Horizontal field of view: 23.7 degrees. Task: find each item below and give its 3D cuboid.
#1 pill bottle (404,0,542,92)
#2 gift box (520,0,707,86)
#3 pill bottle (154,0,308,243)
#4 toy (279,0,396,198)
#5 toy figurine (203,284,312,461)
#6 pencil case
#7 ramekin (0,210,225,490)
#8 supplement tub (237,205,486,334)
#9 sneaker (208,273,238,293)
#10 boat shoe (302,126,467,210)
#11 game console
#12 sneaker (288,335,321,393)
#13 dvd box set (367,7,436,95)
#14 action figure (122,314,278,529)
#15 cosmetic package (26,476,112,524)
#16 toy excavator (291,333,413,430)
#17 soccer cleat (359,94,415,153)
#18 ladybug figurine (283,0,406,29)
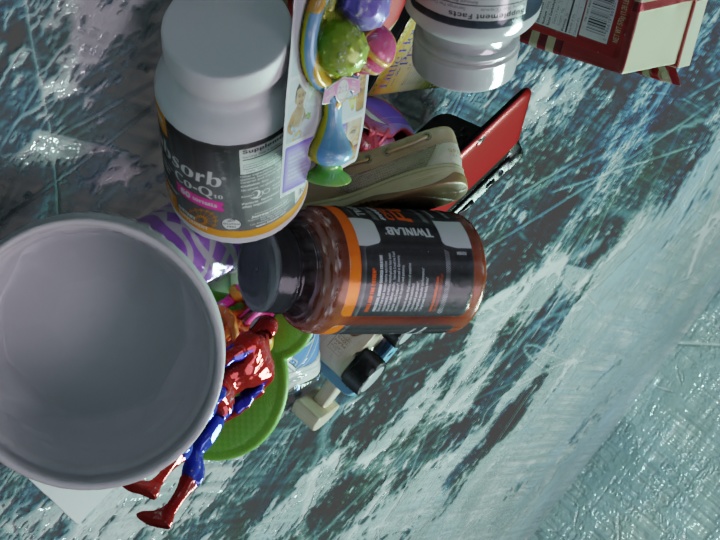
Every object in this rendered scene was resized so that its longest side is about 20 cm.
[{"bbox_3d":[0.094,-0.253,1.393,0.119,0.119,0.201,-34,143,-37],"label":"pill bottle"},{"bbox_3d":[0.233,-0.268,1.543,0.186,0.199,0.186,-20,132,-57],"label":"gift box"},{"bbox_3d":[-0.096,-0.119,1.290,0.116,0.116,0.200,-41,157,-23],"label":"pill bottle"},{"bbox_3d":[-0.006,-0.155,1.239,0.115,0.047,0.201,-30,136,-55],"label":"toy"},{"bbox_3d":[-0.146,0.081,1.432,0.200,0.150,0.184,-44,168,17],"label":"toy figurine"},{"bbox_3d":[-0.158,-0.007,1.392,0.199,0.086,0.084,-30,-175,-38],"label":"pencil case"},{"bbox_3d":[-0.198,0.051,1.258,0.201,0.200,0.105,-53,-169,7],"label":"ramekin"},{"bbox_3d":[0.000,0.000,1.422,0.199,0.107,0.107,1,130,-34],"label":"supplement tub"},{"bbox_3d":[-0.084,0.001,1.565,0.075,0.099,0.201,1,-116,61],"label":"sneaker"},{"bbox_3d":[-0.010,-0.074,1.472,0.199,0.065,0.072,-14,162,9],"label":"boat shoe"},{"bbox_3d":[0.053,-0.097,1.619,0.200,0.172,0.119,-43,134,-18],"label":"game console"},{"bbox_3d":[-0.111,0.089,1.688,0.200,0.075,0.078,-26,131,-52],"label":"sneaker"},{"bbox_3d":[0.079,-0.232,1.570,0.200,0.029,0.147,-17,140,-57],"label":"dvd box set"},{"bbox_3d":[-0.120,0.108,1.355,0.200,0.051,0.066,-54,139,-33],"label":"action figure"},{"bbox_3d":[-0.269,0.141,1.417,0.051,0.082,0.200,-46,159,-12],"label":"cosmetic package"},{"bbox_3d":[-0.011,0.091,1.860,0.195,0.100,0.200,-50,168,2],"label":"toy excavator"},{"bbox_3d":[-0.010,-0.123,1.514,0.068,0.073,0.200,-57,158,18],"label":"soccer cleat"},{"bbox_3d":[-0.009,-0.238,1.327,0.136,0.072,0.200,-45,158,-14],"label":"ladybug figurine"}]
